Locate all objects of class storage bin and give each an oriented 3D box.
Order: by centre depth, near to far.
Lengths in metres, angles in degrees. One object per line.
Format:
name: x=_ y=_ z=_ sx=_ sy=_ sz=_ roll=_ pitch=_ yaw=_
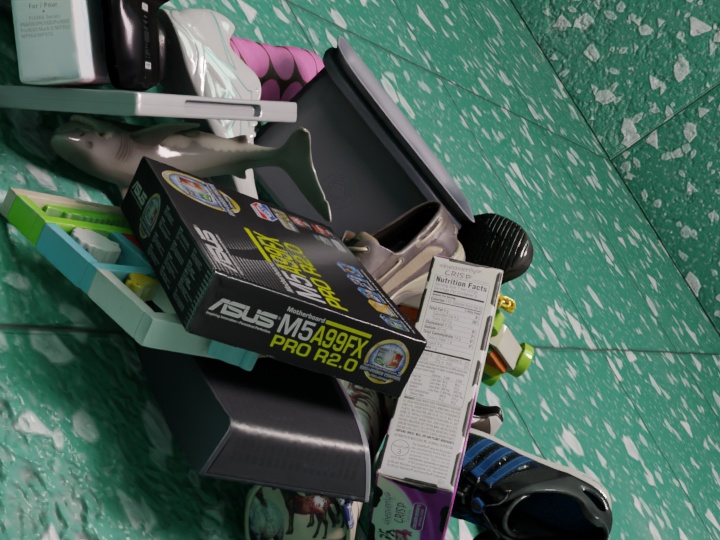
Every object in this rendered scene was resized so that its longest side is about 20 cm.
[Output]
storage bin: x=-0.010 y=-0.094 z=1.266 sx=0.201 sy=0.134 sz=0.146 roll=52 pitch=10 yaw=-13

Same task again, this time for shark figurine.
shark figurine: x=-0.137 y=-0.070 z=1.052 sx=0.212 sy=0.091 sz=0.128 roll=4 pitch=2 yaw=-22

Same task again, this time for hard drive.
hard drive: x=-0.073 y=0.074 z=0.912 sx=0.134 sy=0.043 sz=0.200 roll=15 pitch=21 yaw=-29

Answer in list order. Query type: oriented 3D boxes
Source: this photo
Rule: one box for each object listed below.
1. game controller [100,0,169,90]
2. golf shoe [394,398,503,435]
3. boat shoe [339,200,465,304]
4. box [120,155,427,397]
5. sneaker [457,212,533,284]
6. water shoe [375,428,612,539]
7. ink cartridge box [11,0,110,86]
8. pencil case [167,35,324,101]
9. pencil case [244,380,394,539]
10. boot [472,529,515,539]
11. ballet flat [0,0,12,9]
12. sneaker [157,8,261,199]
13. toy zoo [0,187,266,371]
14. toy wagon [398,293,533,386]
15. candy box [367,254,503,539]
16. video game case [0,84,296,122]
game controller: x=-0.171 y=-0.189 z=1.035 sx=0.200 sy=0.042 sz=0.105 roll=-100 pitch=-164 yaw=-83
golf shoe: x=0.049 y=0.084 z=1.237 sx=0.200 sy=0.094 sz=0.078 roll=50 pitch=21 yaw=-9
boat shoe: x=0.000 y=0.000 z=1.158 sx=0.074 sy=0.199 sz=0.074 roll=18 pitch=-49 yaw=48
box: x=-0.063 y=0.001 z=0.919 sx=0.159 sy=0.045 sz=0.200 roll=21 pitch=15 yaw=-28
sneaker: x=0.104 y=0.004 z=1.283 sx=0.088 sy=0.199 sz=0.074 roll=41 pitch=64 yaw=-25
water shoe: x=0.108 y=0.177 z=1.116 sx=0.198 sy=0.072 sz=0.079 roll=11 pitch=12 yaw=6
ink cartridge box: x=-0.211 y=-0.233 z=0.973 sx=0.160 sy=0.047 sz=0.202 roll=-87 pitch=174 yaw=-82
pencil case: x=-0.109 y=-0.178 z=1.306 sx=0.200 sy=0.093 sz=0.092 roll=-4 pitch=105 yaw=-68
pencil case: x=-0.026 y=0.133 z=0.993 sx=0.077 sy=0.090 sz=0.200 roll=16 pitch=24 yaw=3
boot: x=0.140 y=0.236 z=1.225 sx=0.211 sy=0.079 sz=0.159 roll=42 pitch=26 yaw=-45
ballet flat: x=-0.260 y=-0.229 z=1.065 sx=0.200 sy=0.064 sz=0.068 roll=37 pitch=24 yaw=-41
sneaker: x=-0.113 y=-0.129 z=1.160 sx=0.080 sy=0.070 sz=0.202 roll=-17 pitch=90 yaw=-39
toy zoo: x=-0.131 y=0.009 z=0.899 sx=0.200 sy=0.021 sz=0.131 roll=37 pitch=17 yaw=34
toy wagon: x=0.082 y=0.052 z=1.258 sx=0.154 sy=0.040 sz=0.200 roll=30 pitch=-18 yaw=-9
candy box: x=0.056 y=0.109 z=1.056 sx=0.137 sy=0.060 sz=0.201 roll=95 pitch=10 yaw=-53
video game case: x=-0.158 y=-0.123 z=1.016 sx=0.199 sy=0.142 sz=0.018 roll=-8 pitch=103 yaw=-60
